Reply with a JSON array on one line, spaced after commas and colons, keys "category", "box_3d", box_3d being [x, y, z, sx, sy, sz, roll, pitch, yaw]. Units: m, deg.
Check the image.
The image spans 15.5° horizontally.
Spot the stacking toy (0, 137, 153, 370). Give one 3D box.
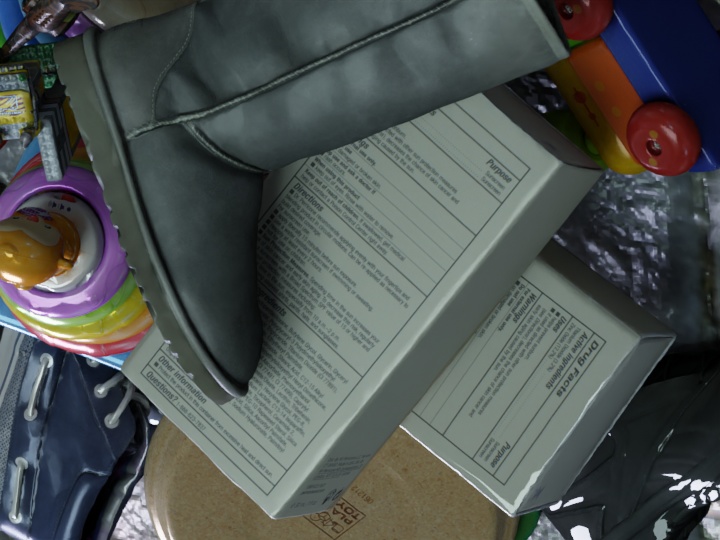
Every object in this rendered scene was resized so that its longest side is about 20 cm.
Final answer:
[{"category": "stacking toy", "box_3d": [-0.136, -0.012, 1.223, 0.116, 0.200, 0.110, 20, 93, 8]}]

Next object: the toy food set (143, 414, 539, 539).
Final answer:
[{"category": "toy food set", "box_3d": [-0.010, 0.110, 1.347, 0.199, 0.049, 0.198, 25, 124, -12]}]

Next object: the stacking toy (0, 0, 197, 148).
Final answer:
[{"category": "stacking toy", "box_3d": [-0.162, -0.113, 1.313, 0.085, 0.085, 0.200, 52, 135, -7]}]

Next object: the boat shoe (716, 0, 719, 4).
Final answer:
[{"category": "boat shoe", "box_3d": [0.166, -0.145, 1.105, 0.068, 0.072, 0.200, -43, 108, -2]}]

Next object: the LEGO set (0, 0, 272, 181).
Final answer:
[{"category": "LEGO set", "box_3d": [-0.120, -0.110, 1.158, 0.199, 0.116, 0.154, 2, 116, 4]}]

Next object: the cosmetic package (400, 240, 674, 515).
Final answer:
[{"category": "cosmetic package", "box_3d": [0.032, 0.011, 1.224, 0.200, 0.073, 0.104, 39, 102, 16]}]

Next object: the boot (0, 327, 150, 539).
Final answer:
[{"category": "boot", "box_3d": [-0.136, 0.048, 1.354, 0.090, 0.073, 0.201, 25, 100, 26]}]

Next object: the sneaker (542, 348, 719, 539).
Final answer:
[{"category": "sneaker", "box_3d": [0.146, 0.073, 1.252, 0.091, 0.076, 0.200, 47, 127, 9]}]

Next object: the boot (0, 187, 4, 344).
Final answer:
[{"category": "boot", "box_3d": [-0.260, -0.017, 1.383, 0.200, 0.138, 0.078, 32, 130, 11]}]

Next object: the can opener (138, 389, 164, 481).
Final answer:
[{"category": "can opener", "box_3d": [-0.083, 0.042, 1.365, 0.079, 0.063, 0.200, 36, 130, -9]}]

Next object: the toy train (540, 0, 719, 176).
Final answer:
[{"category": "toy train", "box_3d": [0.124, -0.061, 1.179, 0.116, 0.085, 0.200, -22, 106, 48]}]

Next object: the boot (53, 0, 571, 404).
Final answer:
[{"category": "boot", "box_3d": [-0.008, -0.059, 1.087, 0.199, 0.073, 0.182, -21, 99, 5]}]

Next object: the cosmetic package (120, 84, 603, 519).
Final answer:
[{"category": "cosmetic package", "box_3d": [0.000, 0.000, 1.151, 0.104, 0.073, 0.200, 43, 102, 16]}]
